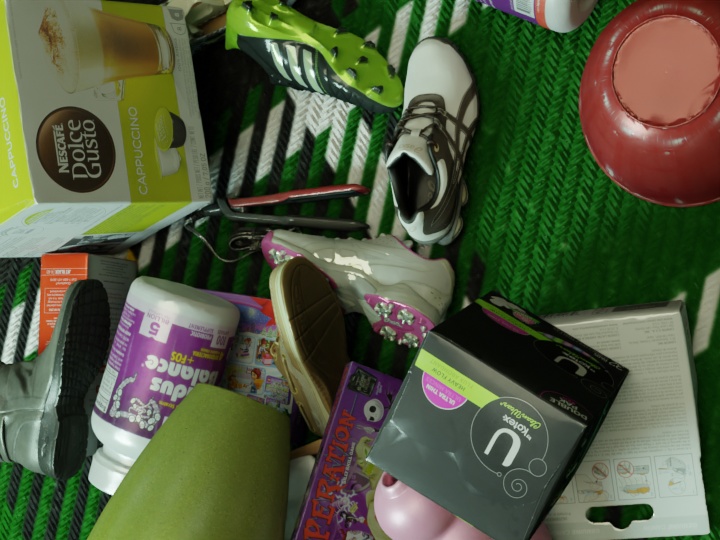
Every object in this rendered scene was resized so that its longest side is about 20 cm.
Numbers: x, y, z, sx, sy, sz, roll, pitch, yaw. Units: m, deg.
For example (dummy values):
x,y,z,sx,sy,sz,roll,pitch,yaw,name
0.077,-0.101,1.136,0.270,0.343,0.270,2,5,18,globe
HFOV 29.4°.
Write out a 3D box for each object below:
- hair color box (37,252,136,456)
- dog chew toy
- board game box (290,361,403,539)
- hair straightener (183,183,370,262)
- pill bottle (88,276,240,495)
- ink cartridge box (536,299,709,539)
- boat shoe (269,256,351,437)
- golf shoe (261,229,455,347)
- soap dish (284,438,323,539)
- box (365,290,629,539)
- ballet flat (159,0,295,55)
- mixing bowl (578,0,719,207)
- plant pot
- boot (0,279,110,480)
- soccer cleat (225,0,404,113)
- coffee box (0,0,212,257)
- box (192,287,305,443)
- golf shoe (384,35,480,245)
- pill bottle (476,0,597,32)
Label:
x,y,z,sx,sy,sz,roll,pitch,yaw,name
-0.281,0.087,1.411,0.060,0.101,0.203,-1,85,21,hair color box
0.085,0.231,1.194,0.124,0.200,0.125,-29,37,24,dog chew toy
0.012,0.199,1.258,0.119,0.032,0.202,20,75,-8,board game box
-0.085,-0.041,1.369,0.197,0.041,0.078,-3,85,17,hair straightener
-0.195,0.117,1.324,0.111,0.112,0.203,19,94,23,pill bottle
0.224,0.136,1.237,0.160,0.057,0.203,-7,100,21,ink cartridge box
-0.050,0.081,1.295,0.066,0.074,0.202,1,117,41,boat shoe
0.000,0.000,1.319,0.198,0.076,0.092,25,60,18,golf shoe
-0.087,0.271,1.326,0.198,0.081,0.159,-24,77,19,soap dish
0.119,0.118,1.141,0.147,0.200,0.125,30,108,14,box
-0.138,-0.275,1.399,0.198,0.074,0.075,-29,76,18,ballet flat
0.274,-0.163,1.198,0.198,0.108,0.203,-2,85,23,mixing bowl
-0.138,0.212,1.228,0.185,0.187,0.202,16,76,23,plant pot
-0.323,0.099,1.341,0.129,0.068,0.203,10,88,27,boot
-0.046,-0.206,1.362,0.199,0.068,0.081,31,141,7,soccer cleat
-0.289,-0.134,1.343,0.199,0.196,0.203,-20,77,48,coffee box
-0.143,0.090,1.386,0.197,0.039,0.139,8,90,23,box
0.066,-0.127,1.289,0.077,0.094,0.203,-4,83,23,golf shoe
0.127,-0.303,1.267,0.198,0.112,0.114,26,96,22,pill bottle
